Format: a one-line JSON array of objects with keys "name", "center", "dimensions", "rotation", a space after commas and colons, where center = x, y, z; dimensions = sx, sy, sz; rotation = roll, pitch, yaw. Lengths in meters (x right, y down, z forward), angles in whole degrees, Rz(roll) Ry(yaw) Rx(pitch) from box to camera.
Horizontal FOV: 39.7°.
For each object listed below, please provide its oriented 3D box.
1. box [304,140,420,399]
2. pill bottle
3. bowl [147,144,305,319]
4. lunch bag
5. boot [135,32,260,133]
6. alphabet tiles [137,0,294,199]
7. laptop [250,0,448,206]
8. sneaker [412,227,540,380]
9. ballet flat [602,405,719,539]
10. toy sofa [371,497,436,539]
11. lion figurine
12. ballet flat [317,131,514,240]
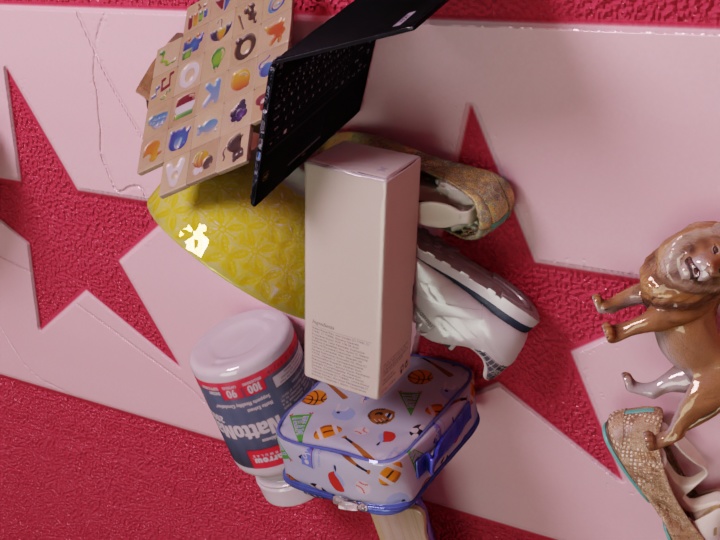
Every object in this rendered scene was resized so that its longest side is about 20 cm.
[{"name": "box", "center": [0.000, 0.000, 0.845], "dimensions": [0.081, 0.068, 0.203], "rotation": [16, 118, 25]}, {"name": "pill bottle", "center": [-0.100, 0.157, 1.106], "dimensions": [0.118, 0.120, 0.202], "rotation": [-1, 122, 35]}, {"name": "bowl", "center": [-0.085, -0.055, 0.919], "dimensions": [0.199, 0.200, 0.108], "rotation": [36, 100, 6]}, {"name": "lunch bag", "center": [0.022, 0.153, 0.960], "dimensions": [0.158, 0.200, 0.077], "rotation": [8, 119, 30]}, {"name": "boot", "center": [-0.121, -0.143, 0.893], "dimensions": [0.199, 0.076, 0.074], "rotation": [29, 158, 31]}, {"name": "alphabet tiles", "center": [-0.121, -0.161, 0.836], "dimensions": [0.165, 0.203, 0.006], "rotation": [-17, 147, 33]}, {"name": "laptop", "center": [0.013, -0.147, 0.753], "dimensions": [0.102, 0.177, 0.202], "rotation": [28, 133, 14]}, {"name": "sneaker", "center": [0.062, 0.017, 0.897], "dimensions": [0.199, 0.076, 0.081], "rotation": [36, 111, 6]}, {"name": "ballet flat", "center": [0.295, 0.205, 0.907], "dimensions": [0.065, 0.071, 0.201], "rotation": [-27, 109, 29]}, {"name": "toy sofa", "center": [0.066, 0.303, 1.126], "dimensions": [0.096, 0.083, 0.202], "rotation": [1, 122, 33]}, {"name": "lion figurine", "center": [0.265, 0.056, 0.807], "dimensions": [0.121, 0.073, 0.202], "rotation": [-20, 121, 13]}, {"name": "ballet flat", "center": [0.036, -0.073, 0.873], "dimensions": [0.198, 0.071, 0.071], "rotation": [18, 131, 24]}]
